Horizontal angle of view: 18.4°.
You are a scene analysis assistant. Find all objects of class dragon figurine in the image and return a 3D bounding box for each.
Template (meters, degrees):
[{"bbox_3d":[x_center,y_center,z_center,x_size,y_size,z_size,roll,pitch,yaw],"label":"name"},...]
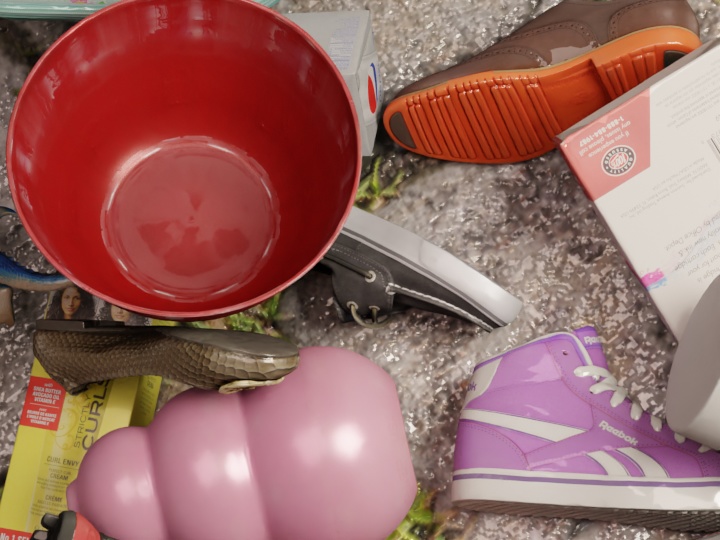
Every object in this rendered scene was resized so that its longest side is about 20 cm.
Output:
[{"bbox_3d":[-0.249,-0.014,1.372,0.200,0.059,0.100,-15,74,34],"label":"dragon figurine"}]

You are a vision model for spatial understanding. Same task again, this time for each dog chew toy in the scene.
[{"bbox_3d":[-0.071,0.116,1.289,0.199,0.125,0.125,-12,74,0],"label":"dog chew toy"}]

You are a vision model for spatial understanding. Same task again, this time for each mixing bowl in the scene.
[{"bbox_3d":[-0.100,-0.049,1.286,0.199,0.108,0.201,1,68,-3],"label":"mixing bowl"}]

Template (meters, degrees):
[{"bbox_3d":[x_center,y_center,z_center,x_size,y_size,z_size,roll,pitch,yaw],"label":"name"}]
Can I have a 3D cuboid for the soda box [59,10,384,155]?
[{"bbox_3d":[-0.089,-0.112,1.378,0.199,0.068,0.064,0,44,11],"label":"soda box"}]

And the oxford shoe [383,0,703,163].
[{"bbox_3d":[0.111,-0.120,1.358,0.199,0.071,0.073,-12,47,11],"label":"oxford shoe"}]

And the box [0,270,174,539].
[{"bbox_3d":[-0.169,0.097,1.361,0.075,0.050,0.201,10,79,14],"label":"box"}]

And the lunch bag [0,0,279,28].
[{"bbox_3d":[-0.146,-0.194,1.370,0.199,0.160,0.077,2,110,11],"label":"lunch bag"}]

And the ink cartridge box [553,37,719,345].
[{"bbox_3d":[0.211,-0.020,1.280,0.116,0.067,0.200,-31,94,4],"label":"ink cartridge box"}]

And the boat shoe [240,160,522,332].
[{"bbox_3d":[0.000,0.000,1.342,0.200,0.070,0.066,27,88,18],"label":"boat shoe"}]

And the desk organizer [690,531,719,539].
[{"bbox_3d":[0.171,0.197,1.248,0.199,0.077,0.072,-17,73,8],"label":"desk organizer"}]

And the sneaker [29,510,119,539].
[{"bbox_3d":[-0.166,0.211,1.281,0.098,0.200,0.071,23,51,-12],"label":"sneaker"}]

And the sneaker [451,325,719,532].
[{"bbox_3d":[0.154,0.088,1.285,0.200,0.073,0.115,5,74,13],"label":"sneaker"}]

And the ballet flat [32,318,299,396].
[{"bbox_3d":[-0.115,0.054,1.277,0.200,0.067,0.047,3,90,38],"label":"ballet flat"}]

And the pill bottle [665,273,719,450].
[{"bbox_3d":[0.275,0.076,1.203,0.200,0.114,0.114,20,80,-8],"label":"pill bottle"}]
